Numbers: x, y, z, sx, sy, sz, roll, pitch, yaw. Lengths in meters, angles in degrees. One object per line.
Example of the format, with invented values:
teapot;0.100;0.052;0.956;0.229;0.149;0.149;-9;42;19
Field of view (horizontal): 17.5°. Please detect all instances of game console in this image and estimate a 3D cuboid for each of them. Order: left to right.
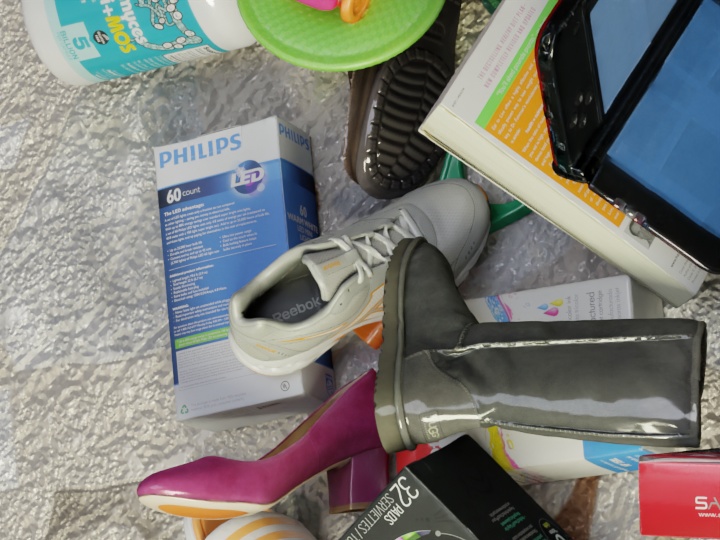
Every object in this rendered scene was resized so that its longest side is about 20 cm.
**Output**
game console;0.207;-0.134;1.425;0.118;0.173;0.201;18;57;26

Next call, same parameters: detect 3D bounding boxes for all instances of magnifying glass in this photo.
magnifying glass;0.064;-0.031;1.601;0.080;0.022;0.200;42;96;27

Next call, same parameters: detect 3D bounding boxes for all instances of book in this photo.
book;0.155;-0.089;1.476;0.199;0.048;0.134;35;67;-3

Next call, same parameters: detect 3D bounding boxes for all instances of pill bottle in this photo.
pill bottle;-0.137;-0.205;1.688;0.198;0.111;0.112;-11;73;24

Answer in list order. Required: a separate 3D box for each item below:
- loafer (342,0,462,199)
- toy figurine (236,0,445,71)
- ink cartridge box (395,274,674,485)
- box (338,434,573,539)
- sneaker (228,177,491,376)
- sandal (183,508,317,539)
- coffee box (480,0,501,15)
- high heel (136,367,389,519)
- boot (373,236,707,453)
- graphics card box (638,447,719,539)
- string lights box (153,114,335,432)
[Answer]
loafer;0.025;-0.142;1.624;0.071;0.073;0.202;-8;63;50
toy figurine;-0.011;-0.261;1.521;0.149;0.184;0.201;24;69;19
ink cartridge box;0.098;0.078;1.529;0.198;0.067;0.117;-10;74;25
box;0.072;0.229;1.440;0.200;0.124;0.149;45;109;11
sneaker;0.000;0.000;1.543;0.199;0.092;0.076;-33;75;-4
sandal;-0.040;0.215;1.550;0.207;0.079;0.059;54;138;27
coffee box;0.156;-0.234;1.540;0.199;0.123;0.044;-16;59;21
high heel;-0.061;0.112;1.537;0.067;0.199;0.097;-21;72;57
boot;0.114;0.042;1.446;0.198;0.073;0.183;-9;47;14
graphics card box;0.252;0.129;1.365;0.124;0.200;0.051;-1;88;26
string lights box;-0.082;0.003;1.642;0.102;0.059;0.202;-12;73;23
